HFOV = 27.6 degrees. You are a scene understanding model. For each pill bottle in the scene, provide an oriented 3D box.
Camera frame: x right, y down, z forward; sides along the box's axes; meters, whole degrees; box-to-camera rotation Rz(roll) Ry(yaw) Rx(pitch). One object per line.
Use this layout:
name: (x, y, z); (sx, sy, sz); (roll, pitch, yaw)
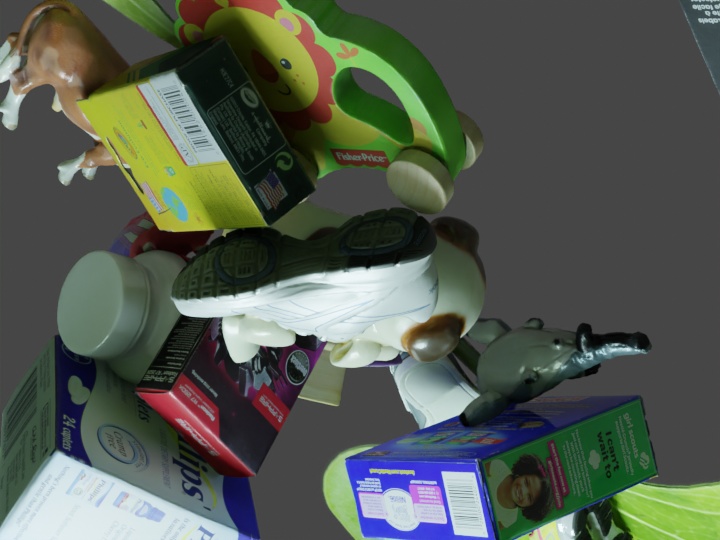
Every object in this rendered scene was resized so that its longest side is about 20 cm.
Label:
pill bottle: (-0.162, 0.047, 1.303); (0.119, 0.121, 0.199); (3, 169, 43)

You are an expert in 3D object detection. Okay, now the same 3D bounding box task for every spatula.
spatula: (0.002, 0.072, 1.297); (0.056, 0.021, 0.200); (-1, 178, -3)

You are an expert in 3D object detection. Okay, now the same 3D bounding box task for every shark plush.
shark plush: (0.159, 0.067, 1.199); (0.083, 0.092, 0.200); (17, 145, -30)

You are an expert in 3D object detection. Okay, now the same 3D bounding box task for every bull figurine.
bull figurine: (-0.207, -0.126, 1.177); (0.121, 0.065, 0.200); (-28, 115, 22)

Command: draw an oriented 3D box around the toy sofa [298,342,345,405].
toy sofa: (-0.104, 0.071, 1.439); (0.199, 0.098, 0.083); (2, 168, 43)

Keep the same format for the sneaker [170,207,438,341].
sneaker: (-0.038, 0.017, 1.032); (0.198, 0.075, 0.088); (-5, 132, 16)

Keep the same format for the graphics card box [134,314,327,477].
graphics card box: (-0.095, 0.059, 1.253); (0.051, 0.201, 0.126); (-1, 140, 43)

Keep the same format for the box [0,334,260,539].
box: (-0.203, 0.177, 1.268); (0.199, 0.105, 0.184); (29, -161, -25)

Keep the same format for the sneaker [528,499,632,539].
sneaker: (0.212, 0.268, 1.462); (0.090, 0.078, 0.201); (21, 148, 36)

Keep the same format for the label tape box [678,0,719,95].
label tape box: (0.258, -0.109, 0.747); (0.143, 0.064, 0.200); (6, 145, 41)

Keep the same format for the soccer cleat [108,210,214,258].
soccer cleat: (-0.191, -0.032, 1.355); (0.066, 0.077, 0.200); (4, 150, -29)

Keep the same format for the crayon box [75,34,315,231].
crayon box: (-0.126, -0.095, 1.072); (0.199, 0.051, 0.128); (1, 126, 59)

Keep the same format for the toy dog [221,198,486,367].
toy dog: (0.000, 0.000, 1.140); (0.198, 0.141, 0.194); (10, 154, 13)

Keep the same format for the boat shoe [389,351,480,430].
boat shoe: (0.072, 0.109, 1.352); (0.062, 0.072, 0.200); (65, -175, 36)

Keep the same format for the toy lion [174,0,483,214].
toy lion: (-0.033, -0.135, 1.017); (0.199, 0.069, 0.192); (7, 138, 38)

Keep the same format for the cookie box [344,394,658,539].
cookie box: (0.118, 0.163, 1.222); (0.171, 0.199, 0.076); (-8, 96, 51)
